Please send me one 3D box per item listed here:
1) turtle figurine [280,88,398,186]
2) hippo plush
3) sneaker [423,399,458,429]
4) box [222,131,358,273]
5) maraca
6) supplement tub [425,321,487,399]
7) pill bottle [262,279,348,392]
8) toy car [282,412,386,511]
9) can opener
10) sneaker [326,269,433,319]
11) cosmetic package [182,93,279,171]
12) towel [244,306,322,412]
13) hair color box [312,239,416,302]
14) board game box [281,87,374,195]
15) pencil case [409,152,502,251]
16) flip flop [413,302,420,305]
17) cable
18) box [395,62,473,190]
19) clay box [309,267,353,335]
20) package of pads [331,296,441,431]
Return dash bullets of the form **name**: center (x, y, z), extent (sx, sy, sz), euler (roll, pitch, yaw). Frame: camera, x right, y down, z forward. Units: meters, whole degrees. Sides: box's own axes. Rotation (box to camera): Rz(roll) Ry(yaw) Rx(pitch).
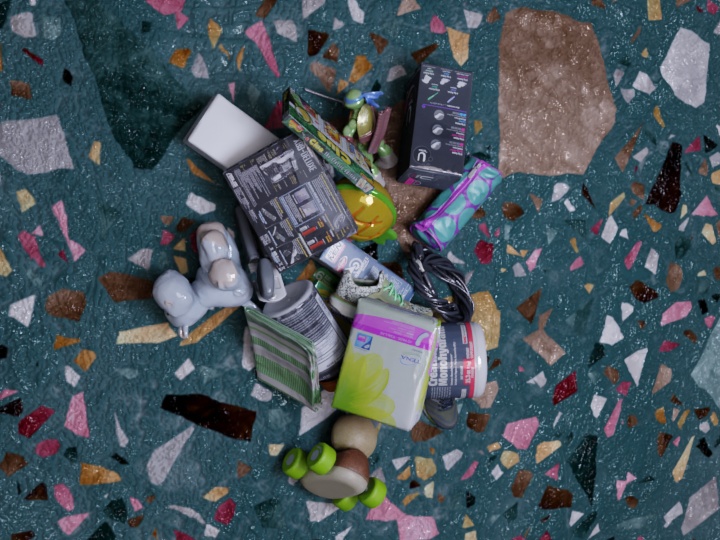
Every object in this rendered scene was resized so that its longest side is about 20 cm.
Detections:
- **turtle figurine**: center (-0.023, -0.247, 1.570), extent (0.198, 0.145, 0.195), euler (-22, 130, 11)
- **hippo plush**: center (-0.282, 0.019, 1.497), extent (0.160, 0.160, 0.200), euler (-25, 149, 1)
- **sneaker**: center (0.160, 0.240, 1.706), extent (0.073, 0.081, 0.202), euler (-26, 116, -16)
- **box**: center (-0.118, -0.120, 1.456), extent (0.157, 0.050, 0.201), euler (-28, 101, 10)
- **maraca**: center (0.002, -0.102, 1.558), extent (0.136, 0.200, 0.108), euler (9, 65, 16)
- **supplement tub**: center (0.127, 0.167, 1.572), extent (0.198, 0.140, 0.142), euler (-2, 98, 0)
- **pill bottle**: center (-0.083, 0.124, 1.530), extent (0.106, 0.106, 0.201), euler (-37, 116, -14)
- **toy car**: center (-0.028, 0.333, 1.644), extent (0.164, 0.157, 0.201), euler (39, 53, -25)
- **can opener**: center (-0.176, -0.034, 1.506), extent (0.052, 0.067, 0.201), euler (-8, 60, -24)
- **sneaker**: center (0.043, 0.048, 1.537), extent (0.198, 0.077, 0.089), euler (11, 109, -15)
- **cosmetic package**: center (-0.204, -0.213, 1.516), extent (0.199, 0.074, 0.102), euler (36, 83, -20)
- **towel**: center (-0.136, 0.161, 1.510), extent (0.023, 0.152, 0.201), euler (-49, 153, -32)
- **hair color box**: center (0.000, 0.000, 1.608), extent (0.199, 0.100, 0.061), euler (34, 85, -22)
- **board game box**: center (-0.054, -0.217, 1.434), extent (0.023, 0.105, 0.200), euler (-38, 121, 24)
- **pencil case**: center (0.186, -0.132, 1.672), extent (0.200, 0.085, 0.093), euler (-50, 155, -10)
- **flip flop**: center (0.078, 0.158, 1.680), extent (0.057, 0.081, 0.202), euler (20, 94, -8)
- **cable**: center (0.165, 0.036, 1.657), extent (0.051, 0.164, 0.200), euler (-35, 122, 21)
- **box**: center (0.137, -0.266, 1.593), extent (0.105, 0.122, 0.202), euler (8, 81, -8)
- **clay box**: center (-0.083, 0.106, 1.616), extent (0.115, 0.048, 0.201), euler (35, 84, -22)
- **package of pads**: center (0.049, 0.162, 1.474), extent (0.153, 0.068, 0.202), euler (16, 97, 11)
